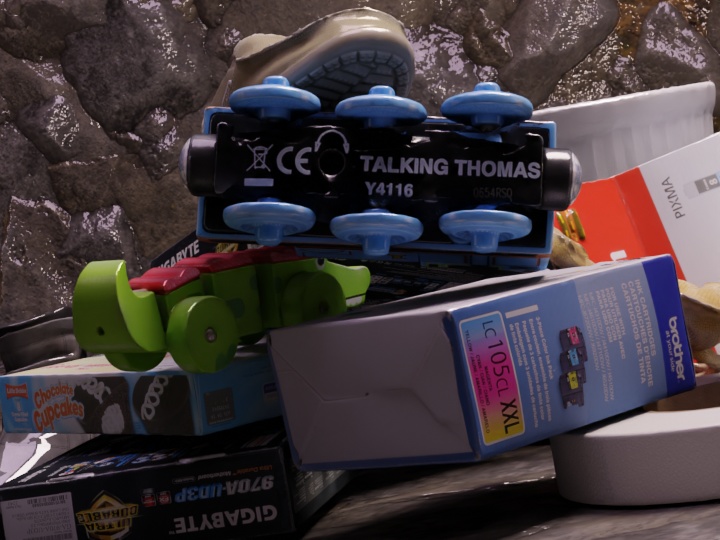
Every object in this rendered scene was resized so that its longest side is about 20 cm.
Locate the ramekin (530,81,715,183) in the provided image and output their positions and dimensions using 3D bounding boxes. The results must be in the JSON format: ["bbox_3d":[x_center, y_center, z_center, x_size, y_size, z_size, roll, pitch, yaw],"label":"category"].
[{"bbox_3d":[0.140,-0.057,1.385,0.199,0.098,0.200,-11,2,0],"label":"ramekin"}]

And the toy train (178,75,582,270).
[{"bbox_3d":[0.010,-0.043,1.069,0.198,0.087,0.114,2,-11,3],"label":"toy train"}]

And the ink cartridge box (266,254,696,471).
[{"bbox_3d":[0.074,0.043,1.077,0.199,0.077,0.136,-15,4,-42],"label":"ink cartridge box"}]

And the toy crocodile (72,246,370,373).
[{"bbox_3d":[-0.069,0.014,1.091,0.067,0.062,0.199,-1,8,42],"label":"toy crocodile"}]

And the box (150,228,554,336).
[{"bbox_3d":[0.000,0.000,1.254,0.199,0.046,0.159,7,-23,-32],"label":"box"}]

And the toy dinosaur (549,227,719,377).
[{"bbox_3d":[0.186,0.025,1.141,0.199,0.059,0.101,14,-10,19],"label":"toy dinosaur"}]

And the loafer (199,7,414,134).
[{"bbox_3d":[-0.038,-0.098,1.140,0.075,0.069,0.200,10,-23,-29],"label":"loafer"}]

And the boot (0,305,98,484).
[{"bbox_3d":[-0.216,0.095,1.332,0.069,0.133,0.199,-8,3,38],"label":"boot"}]

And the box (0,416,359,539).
[{"bbox_3d":[-0.094,0.114,1.175,0.158,0.046,0.200,-9,3,11],"label":"box"}]

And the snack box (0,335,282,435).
[{"bbox_3d":[-0.103,0.064,1.185,0.116,0.037,0.199,-11,4,-39],"label":"snack box"}]

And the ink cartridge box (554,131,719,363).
[{"bbox_3d":[0.210,0.002,1.234,0.199,0.161,0.047,-12,-16,-34],"label":"ink cartridge box"}]

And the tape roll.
[{"bbox_3d":[0.193,0.077,1.065,0.201,0.037,0.203,-11,3,1],"label":"tape roll"}]
